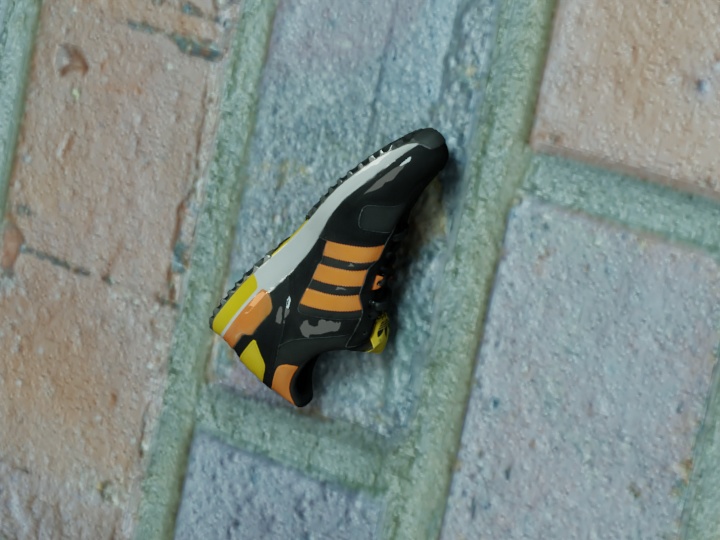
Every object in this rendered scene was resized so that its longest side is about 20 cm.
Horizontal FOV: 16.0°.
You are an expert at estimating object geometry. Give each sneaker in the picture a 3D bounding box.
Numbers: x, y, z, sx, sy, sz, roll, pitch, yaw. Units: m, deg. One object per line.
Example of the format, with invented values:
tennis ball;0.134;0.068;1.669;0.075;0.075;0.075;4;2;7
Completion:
sneaker;0.000;0.000;1.541;0.090;0.070;0.200;49;118;5
